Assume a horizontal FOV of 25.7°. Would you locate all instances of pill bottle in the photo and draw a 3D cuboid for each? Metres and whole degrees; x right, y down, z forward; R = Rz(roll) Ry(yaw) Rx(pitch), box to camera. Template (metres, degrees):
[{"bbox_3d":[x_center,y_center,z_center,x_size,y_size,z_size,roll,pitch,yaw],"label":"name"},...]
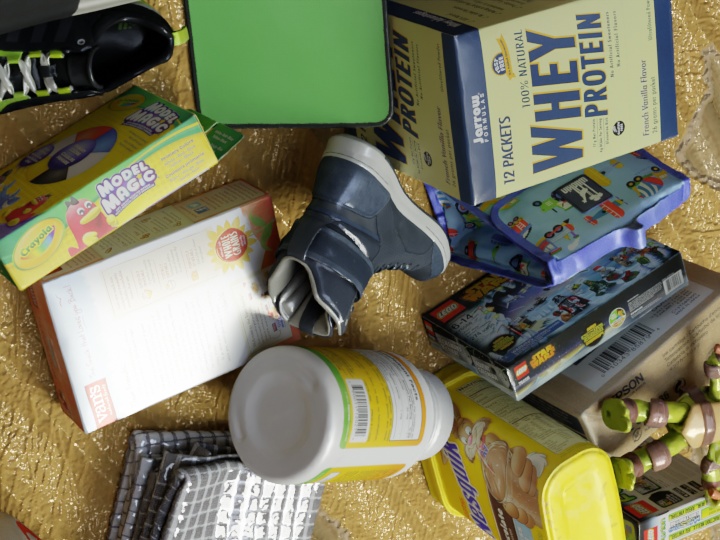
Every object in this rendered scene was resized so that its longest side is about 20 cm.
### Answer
[{"bbox_3d":[-0.008,0.121,1.328,0.200,0.111,0.111,7,104,-54],"label":"pill bottle"}]

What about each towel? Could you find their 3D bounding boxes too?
[{"bbox_3d":[-0.124,0.237,1.334,0.165,0.086,0.201,7,103,-34],"label":"towel"}]

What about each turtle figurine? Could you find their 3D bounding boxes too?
[{"bbox_3d":[0.287,0.122,1.358,0.161,0.064,0.201,-10,117,-20],"label":"turtle figurine"}]

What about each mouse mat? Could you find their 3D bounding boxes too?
[{"bbox_3d":[-0.058,-0.204,1.200,0.160,0.008,0.201,1,112,11],"label":"mouse mat"}]

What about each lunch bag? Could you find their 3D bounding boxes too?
[{"bbox_3d":[0.173,-0.050,1.343,0.150,0.200,0.094,-30,121,-20],"label":"lunch bag"}]

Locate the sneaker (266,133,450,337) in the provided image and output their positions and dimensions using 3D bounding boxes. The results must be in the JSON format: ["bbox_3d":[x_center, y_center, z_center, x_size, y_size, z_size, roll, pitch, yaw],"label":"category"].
[{"bbox_3d":[-0.002,-0.001,1.291,0.202,0.077,0.147,46,62,-53],"label":"sneaker"}]

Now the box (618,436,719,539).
[{"bbox_3d":[0.239,0.190,1.473,0.110,0.200,0.035,-16,115,-25],"label":"box"}]

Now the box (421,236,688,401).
[{"bbox_3d":[0.172,0.026,1.411,0.200,0.137,0.040,-32,121,-19],"label":"box"}]

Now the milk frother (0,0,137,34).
[{"bbox_3d":[-0.185,-0.251,1.049,0.188,0.200,0.181,-19,113,-25],"label":"milk frother"}]

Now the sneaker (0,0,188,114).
[{"bbox_3d":[-0.220,-0.155,1.131,0.199,0.083,0.072,-22,117,-24],"label":"sneaker"}]

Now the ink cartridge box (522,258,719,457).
[{"bbox_3d":[0.238,0.071,1.450,0.200,0.165,0.075,-38,121,-15],"label":"ink cartridge box"}]

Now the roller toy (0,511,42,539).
[{"bbox_3d":[-0.254,0.282,1.205,0.140,0.200,0.183,-45,111,-11],"label":"roller toy"}]

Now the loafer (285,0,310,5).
[{"bbox_3d":[0.014,-0.265,1.256,0.200,0.072,0.063,-25,100,-26],"label":"loafer"}]

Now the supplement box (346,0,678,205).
[{"bbox_3d":[0.112,-0.165,1.264,0.199,0.200,0.135,-19,115,-24],"label":"supplement box"}]

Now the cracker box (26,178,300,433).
[{"bbox_3d":[-0.156,0.026,1.254,0.199,0.058,0.134,-23,118,-25],"label":"cracker box"}]

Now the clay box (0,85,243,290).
[{"bbox_3d":[-0.194,-0.072,1.159,0.200,0.115,0.048,-36,122,-17],"label":"clay box"}]

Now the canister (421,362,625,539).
[{"bbox_3d":[0.140,0.183,1.408,0.086,0.200,0.149,-27,119,-22],"label":"canister"}]
